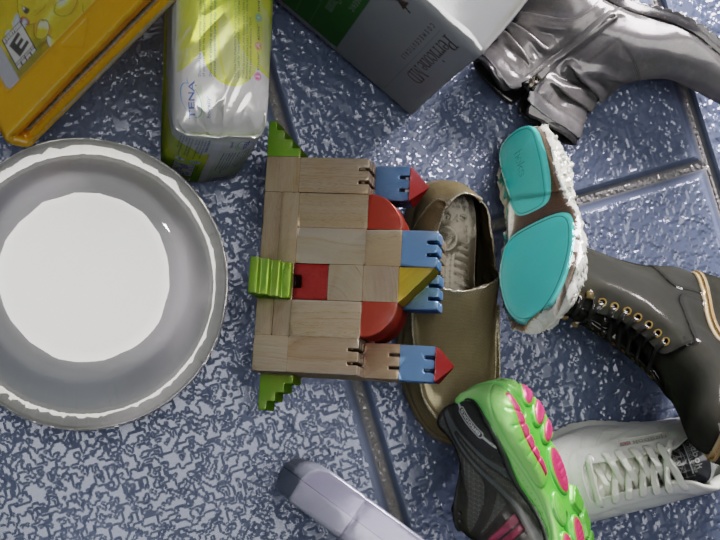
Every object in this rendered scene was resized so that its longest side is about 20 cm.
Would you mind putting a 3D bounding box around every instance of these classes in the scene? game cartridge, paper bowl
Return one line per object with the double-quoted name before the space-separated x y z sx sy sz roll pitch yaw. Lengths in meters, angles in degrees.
"game cartridge" -0.218 -0.215 0.897 0.176 0.032 0.201 -41 69 18
"paper bowl" -0.190 0.009 0.915 0.199 0.104 0.203 1 83 -11
"game cartridge" 0.032 0.200 0.921 0.199 0.133 0.041 37 85 -6

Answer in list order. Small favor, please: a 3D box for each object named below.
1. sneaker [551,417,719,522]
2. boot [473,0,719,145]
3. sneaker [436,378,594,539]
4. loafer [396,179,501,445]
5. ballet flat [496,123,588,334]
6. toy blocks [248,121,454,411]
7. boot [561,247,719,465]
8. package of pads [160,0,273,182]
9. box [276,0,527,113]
"sneaker" 0.206 0.146 0.993 0.198 0.080 0.077 -14 89 -9
"boot" 0.196 -0.151 1.044 0.199 0.070 0.132 31 83 2
"sneaker" 0.111 0.175 0.951 0.077 0.083 0.202 -23 96 -57
"loafer" 0.067 0.029 0.984 0.075 0.067 0.202 -5 84 -12
"ballet flat" 0.141 -0.026 0.970 0.071 0.072 0.201 13 48 -10
"toy blocks" 0.000 0.000 0.934 0.135 0.100 0.202 2 82 11
"boot" 0.202 0.055 0.967 0.137 0.200 0.078 17 117 -5
"package of pads" -0.102 -0.173 0.929 0.068 0.154 0.202 2 83 -12
"box" 0.053 -0.255 0.950 0.171 0.199 0.201 38 78 -6
